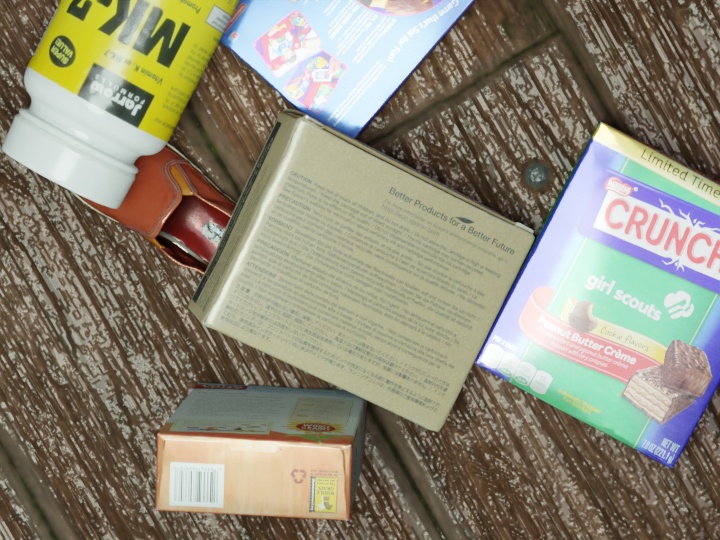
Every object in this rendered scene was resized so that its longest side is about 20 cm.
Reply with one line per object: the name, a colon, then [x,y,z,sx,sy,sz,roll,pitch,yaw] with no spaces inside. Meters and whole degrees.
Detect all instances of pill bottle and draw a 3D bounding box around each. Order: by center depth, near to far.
pill bottle: [-0.169,-0.154,1.340,0.114,0.114,0.201,27,92,0]

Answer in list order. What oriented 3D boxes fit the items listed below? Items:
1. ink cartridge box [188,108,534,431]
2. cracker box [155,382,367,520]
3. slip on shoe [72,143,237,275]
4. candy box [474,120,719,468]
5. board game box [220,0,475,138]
ink cartridge box: [0.000,0.000,1.361,0.199,0.075,0.166,26,92,-17]
cracker box: [-0.066,0.127,1.349,0.133,0.200,0.058,3,97,3]
slip on shoe: [-0.148,-0.050,1.406,0.199,0.061,0.074,35,99,1]
candy box: [0.202,0.016,1.383,0.168,0.077,0.201,27,96,1]
board game box: [0.004,-0.207,1.388,0.134,0.045,0.200,42,97,-2]
